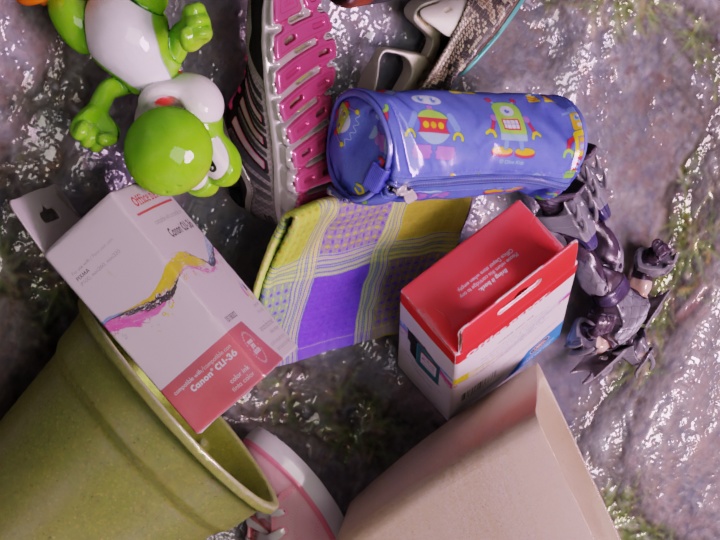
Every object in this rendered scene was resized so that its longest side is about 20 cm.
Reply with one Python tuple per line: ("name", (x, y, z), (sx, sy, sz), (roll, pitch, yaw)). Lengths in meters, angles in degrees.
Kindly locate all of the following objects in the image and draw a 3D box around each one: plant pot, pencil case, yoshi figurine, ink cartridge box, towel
("plant pot", (0.091, 0.209, 1.678), (0.176, 0.200, 0.201), (-25, 96, 7))
("pencil case", (0.070, -0.087, 1.643), (0.199, 0.087, 0.078), (-2, 144, -35))
("plant pot", (-0.189, 0.150, 1.601), (0.184, 0.200, 0.200), (-43, 119, 2))
("yoshi figurine", (-0.149, -0.132, 1.555), (0.112, 0.112, 0.201), (-39, 103, -28))
("ink cartridge box", (-0.139, 0.005, 1.568), (0.067, 0.116, 0.200), (-41, 91, 12))
("towel", (0.000, 0.000, 1.684), (0.199, 0.023, 0.144), (-11, 130, -45))
("ink cartridge box", (0.092, 0.026, 1.696), (0.116, 0.200, 0.067), (-37, 73, -14))

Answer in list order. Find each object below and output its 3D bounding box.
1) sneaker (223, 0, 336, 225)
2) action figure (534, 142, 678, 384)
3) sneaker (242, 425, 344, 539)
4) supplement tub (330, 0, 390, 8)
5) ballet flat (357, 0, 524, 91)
("sneaker", (-0.067, -0.118, 1.630), (0.074, 0.087, 0.201), (-36, 130, -45))
("action figure", (0.190, 0.002, 1.798), (0.130, 0.069, 0.201), (-53, 127, -40))
("sneaker", (-0.061, 0.220, 1.734), (0.104, 0.075, 0.201), (-37, 121, -20))
("supplement tub", (0.064, -0.255, 1.654), (0.199, 0.107, 0.108), (-14, 109, -24))
("ballet flat", (0.047, -0.151, 1.700), (0.075, 0.068, 0.201), (32, 92, -20))
